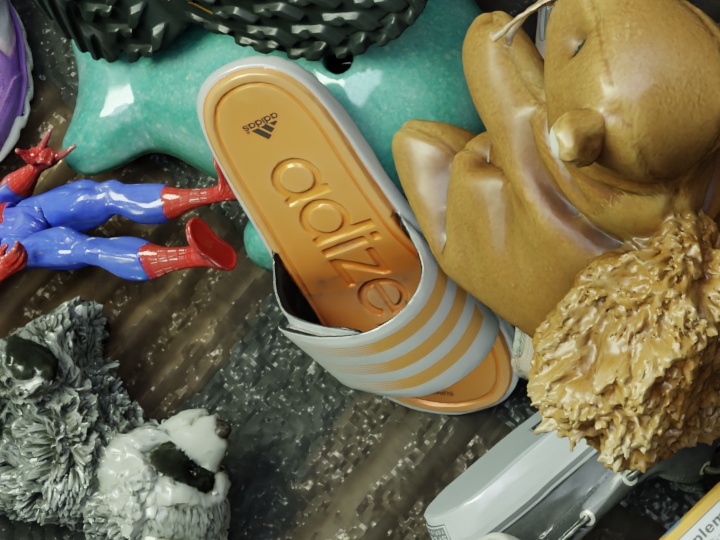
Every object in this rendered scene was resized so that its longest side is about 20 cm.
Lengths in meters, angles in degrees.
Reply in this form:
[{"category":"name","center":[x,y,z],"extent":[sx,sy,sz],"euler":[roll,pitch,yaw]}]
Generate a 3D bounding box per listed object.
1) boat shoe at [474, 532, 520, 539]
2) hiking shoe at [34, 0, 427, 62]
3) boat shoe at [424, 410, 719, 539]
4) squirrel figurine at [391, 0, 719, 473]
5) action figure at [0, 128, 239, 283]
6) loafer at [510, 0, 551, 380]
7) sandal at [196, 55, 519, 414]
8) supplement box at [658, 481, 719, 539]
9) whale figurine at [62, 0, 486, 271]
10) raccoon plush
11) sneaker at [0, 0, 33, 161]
[{"category":"boat shoe","center":[-0.002,0.164,1.168],"extent":[0.200,0.069,0.071],"euler":[-34,39,18]},{"category":"hiking shoe","center":[-0.051,-0.141,1.171],"extent":[0.199,0.074,0.087],"euler":[3,60,35]},{"category":"boat shoe","center":[0.123,0.072,1.201],"extent":[0.200,0.070,0.066],"euler":[-37,98,-5]},{"category":"squirrel figurine","center":[0.110,-0.024,1.080],"extent":[0.141,0.187,0.201],"euler":[-11,76,-13]},{"category":"action figure","center":[-0.141,-0.019,1.227],"extent":[0.199,0.052,0.066],"euler":[-9,53,34]},{"category":"loafer","center":[0.090,-0.045,1.226],"extent":[0.063,0.072,0.201],"euler":[10,74,18]},{"category":"sandal","center":[-0.007,0.003,1.173],"extent":[0.079,0.207,0.059],"euler":[-23,34,24]},{"category":"supplement box","center":[0.133,0.154,1.182],"extent":[0.200,0.067,0.069],"euler":[-42,76,-2]},{"category":"whale figurine","center":[-0.038,-0.081,1.224],"extent":[0.199,0.104,0.160],"euler":[3,81,9]},{"category":"raccoon plush","center":[-0.146,0.103,1.234],"extent":[0.200,0.097,0.134],"euler":[-30,91,30]},{"category":"sneaker","center":[-0.198,-0.142,1.263],"extent":[0.080,0.088,0.201],"euler":[-6,80,4]}]
